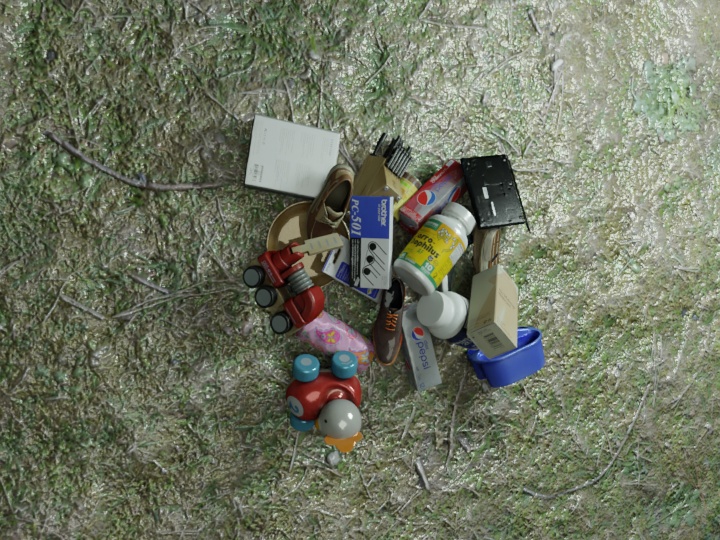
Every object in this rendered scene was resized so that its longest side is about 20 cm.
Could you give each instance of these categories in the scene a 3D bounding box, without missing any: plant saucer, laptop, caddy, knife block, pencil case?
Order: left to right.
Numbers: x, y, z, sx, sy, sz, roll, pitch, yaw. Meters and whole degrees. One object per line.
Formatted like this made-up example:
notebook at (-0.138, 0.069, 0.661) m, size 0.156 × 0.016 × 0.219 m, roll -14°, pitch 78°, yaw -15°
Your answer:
plant saucer at (-0.122, -0.058, 1.336) m, size 0.196 × 0.035 × 0.205 m, roll -1°, pitch 93°, yaw -16°
pencil case at (-0.059, 0.162, 1.343) m, size 0.198 × 0.087 × 0.089 m, roll 31°, pitch 85°, yaw -14°
knife block at (0.035, -0.227, 1.354) m, size 0.064 × 0.198 × 0.178 m, roll 32°, pitch 39°, yaw -41°
laptop at (0.331, -0.177, 1.389) m, size 0.196 × 0.103 × 0.181 m, roll -8°, pitch 76°, yaw -17°
caddy at (0.362, 0.202, 1.427) m, size 0.197 × 0.141 × 0.107 m, roll -22°, pitch 101°, yaw -14°

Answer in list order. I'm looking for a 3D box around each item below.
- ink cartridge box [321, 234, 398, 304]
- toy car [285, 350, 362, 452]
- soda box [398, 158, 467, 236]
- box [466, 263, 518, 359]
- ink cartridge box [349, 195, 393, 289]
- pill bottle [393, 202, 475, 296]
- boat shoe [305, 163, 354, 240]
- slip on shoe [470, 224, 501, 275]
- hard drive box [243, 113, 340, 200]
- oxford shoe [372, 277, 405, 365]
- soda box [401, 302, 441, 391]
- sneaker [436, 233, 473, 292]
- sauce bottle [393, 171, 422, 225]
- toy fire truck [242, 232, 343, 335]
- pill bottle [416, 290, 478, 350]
ink cartridge box at (0.000, 0.000, 1.346) m, size 0.198 × 0.037 × 0.096 m, roll 30°, pitch 83°, yaw -32°
toy car at (-0.069, 0.314, 1.254) m, size 0.173 × 0.201 × 0.188 m, roll -2°, pitch 122°, yaw -15°
soda box at (0.179, -0.172, 1.372) m, size 0.063 × 0.070 × 0.200 m, roll 37°, pitch 71°, yaw 28°
box at (0.306, 0.091, 1.319) m, size 0.095 × 0.077 × 0.202 m, roll 44°, pitch 37°, yaw -22°
ink cartridge box at (0.024, -0.063, 1.279) m, size 0.092 × 0.044 × 0.205 m, roll 3°, pitch 98°, yaw 12°
pill bottle at (0.174, -0.053, 1.305) m, size 0.113 × 0.113 × 0.201 m, roll 43°, pitch 78°, yaw -13°
boat shoe at (-0.069, -0.133, 1.259) m, size 0.074 × 0.072 × 0.203 m, roll 12°, pitch 118°, yaw -18°
slip on shoe at (0.304, -0.021, 1.422) m, size 0.076 × 0.060 × 0.203 m, roll -41°, pitch 139°, yaw -38°
hard drive box at (-0.156, -0.249, 1.296) m, size 0.196 × 0.077 × 0.159 m, roll 10°, pitch 91°, yaw -15°
oxford shoe at (0.065, 0.115, 1.318) m, size 0.070 × 0.073 × 0.205 m, roll 5°, pitch 79°, yaw 4°
soda box at (0.138, 0.185, 1.404) m, size 0.067 × 0.063 × 0.204 m, roll -16°, pitch 97°, yaw -12°
sneaker at (0.232, -0.036, 1.413) m, size 0.109 × 0.073 × 0.205 m, roll -9°, pitch 94°, yaw -13°
sauce bottle at (0.069, -0.141, 1.368) m, size 0.064 × 0.065 × 0.202 m, roll 37°, pitch 82°, yaw -14°
toy fire truck at (-0.122, 0.014, 1.239) m, size 0.198 × 0.128 × 0.178 m, roll -34°, pitch 85°, yaw 18°
pill bottle at (0.224, 0.115, 1.363) m, size 0.198 × 0.110 × 0.113 m, roll 24°, pitch 86°, yaw -42°
